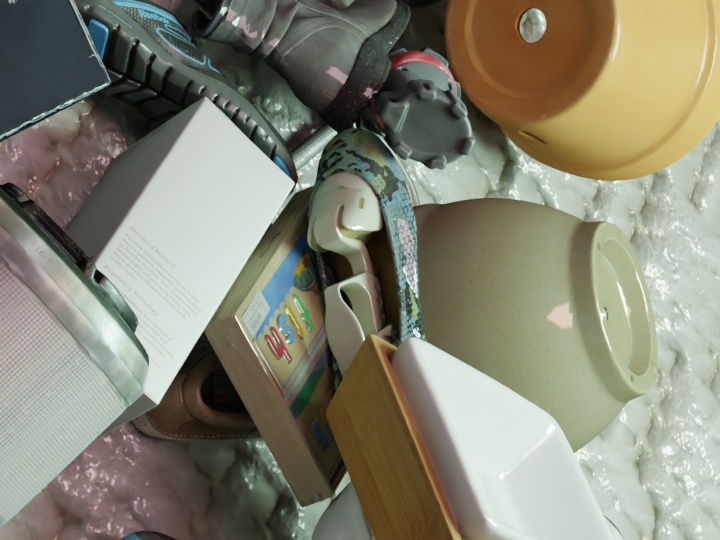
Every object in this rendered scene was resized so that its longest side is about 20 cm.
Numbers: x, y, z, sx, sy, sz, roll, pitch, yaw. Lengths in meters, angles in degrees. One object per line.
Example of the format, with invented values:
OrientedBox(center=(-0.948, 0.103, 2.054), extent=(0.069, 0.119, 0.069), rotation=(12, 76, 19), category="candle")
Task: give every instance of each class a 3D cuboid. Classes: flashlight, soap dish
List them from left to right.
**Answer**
OrientedBox(center=(0.042, -0.105, 1.770), extent=(0.200, 0.067, 0.068), rotation=(-116, -179, -76), category="flashlight")
OrientedBox(center=(0.070, 0.139, 1.603), extent=(0.200, 0.081, 0.158), rotation=(31, 29, -51), category="soap dish")

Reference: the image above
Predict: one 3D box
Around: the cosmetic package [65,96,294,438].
OrientedBox(center=(-0.134, 0.003, 1.611), extent=(0.085, 0.107, 0.200), rotation=(43, 47, -17), category="cosmetic package")

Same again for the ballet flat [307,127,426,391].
OrientedBox(center=(0.000, 0.000, 1.661), extent=(0.074, 0.074, 0.201), rotation=(6, 64, -45), category="ballet flat")

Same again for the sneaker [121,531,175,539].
OrientedBox(center=(-0.082, 0.227, 1.624), extent=(0.200, 0.073, 0.082), rotation=(50, 21, -20), category="sneaker")

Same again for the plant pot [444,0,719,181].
OrientedBox(center=(0.150, -0.166, 1.885), extent=(0.140, 0.199, 0.201), rotation=(2, 75, -58), category="plant pot")

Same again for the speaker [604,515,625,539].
OrientedBox(center=(0.100, 0.232, 1.800), extent=(0.200, 0.081, 0.081), rotation=(-31, 99, -47), category="speaker")

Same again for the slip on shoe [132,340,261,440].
OrientedBox(center=(-0.057, 0.068, 1.701), extent=(0.200, 0.060, 0.076), rotation=(-2, 86, -46), category="slip on shoe")

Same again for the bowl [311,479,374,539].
OrientedBox(center=(0.028, 0.216, 1.634), extent=(0.201, 0.090, 0.201), rotation=(48, 19, -22), category="bowl")

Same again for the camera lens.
OrientedBox(center=(-0.223, 0.059, 1.411), extent=(0.200, 0.160, 0.160), rotation=(-44, 112, -9), category="camera lens")

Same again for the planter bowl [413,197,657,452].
OrientedBox(center=(0.120, 0.039, 1.806), extent=(0.200, 0.134, 0.201), rotation=(-13, 90, -68), category="planter bowl")

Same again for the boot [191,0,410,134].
OrientedBox(center=(-0.040, -0.172, 1.781), extent=(0.131, 0.070, 0.200), rotation=(34, 17, -8), category="boot")

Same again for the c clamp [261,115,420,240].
OrientedBox(center=(-0.034, -0.052, 1.798), extent=(0.200, 0.027, 0.171), rotation=(-35, 102, -46), category="c clamp")

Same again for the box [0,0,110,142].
OrientedBox(center=(-0.272, -0.144, 1.452), extent=(0.124, 0.200, 0.197), rotation=(-35, 102, -45), category="box")

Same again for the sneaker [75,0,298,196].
OrientedBox(center=(-0.112, -0.121, 1.699), extent=(0.200, 0.073, 0.082), rotation=(43, 34, -23), category="sneaker")

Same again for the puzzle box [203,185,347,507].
OrientedBox(center=(-0.029, 0.043, 1.679), extent=(0.133, 0.025, 0.200), rotation=(62, 26, -17), category="puzzle box")

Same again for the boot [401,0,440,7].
OrientedBox(center=(0.006, -0.293, 1.900), extent=(0.201, 0.066, 0.165), rotation=(63, 15, 12), category="boot")
